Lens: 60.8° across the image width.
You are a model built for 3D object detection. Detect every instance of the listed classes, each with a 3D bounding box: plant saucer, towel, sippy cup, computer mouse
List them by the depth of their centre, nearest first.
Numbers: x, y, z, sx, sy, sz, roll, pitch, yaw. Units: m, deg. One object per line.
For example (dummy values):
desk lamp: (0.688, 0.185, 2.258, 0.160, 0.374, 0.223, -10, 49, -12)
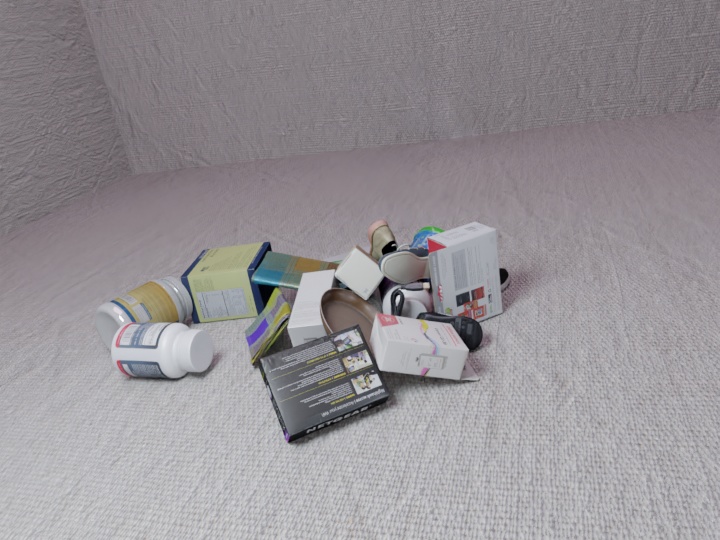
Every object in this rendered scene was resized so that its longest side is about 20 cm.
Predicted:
plant saucer: (-0.009, 0.121, 1.274, 0.032, 0.199, 0.201, -49, 20, 26)
computer mouse: (0.153, 0.095, 1.274, 0.198, 0.142, 0.046, 0, 1, 10)
towel: (-0.213, 0.123, 1.395, 0.144, 0.023, 0.200, -53, 21, 5)
towel: (-0.156, 0.007, 1.525, 0.198, 0.022, 0.147, 10, 31, 6)
sippy cup: (0.167, -0.023, 1.574, 0.139, 0.179, 0.130, 32, 51, 19)

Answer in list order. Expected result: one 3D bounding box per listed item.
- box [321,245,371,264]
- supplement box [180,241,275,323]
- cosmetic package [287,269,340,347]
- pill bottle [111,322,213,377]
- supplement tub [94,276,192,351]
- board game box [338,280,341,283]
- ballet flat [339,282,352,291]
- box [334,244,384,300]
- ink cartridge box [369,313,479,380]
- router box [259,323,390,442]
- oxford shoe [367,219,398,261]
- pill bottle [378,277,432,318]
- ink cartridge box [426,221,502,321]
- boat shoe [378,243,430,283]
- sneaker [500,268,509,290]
box: (-0.028, -0.020, 1.657, 0.198, 0.037, 0.144, -18, 15, -9)
supplement box: (-0.343, 0.029, 1.645, 0.198, 0.136, 0.200, -7, 22, 7)
cosmetic package: (-0.094, 0.099, 1.362, 0.084, 0.108, 0.201, -7, 32, 10)
pill bottle: (-0.431, 0.175, 1.349, 0.198, 0.121, 0.120, -1, 24, 21)
supplement tub: (-0.531, 0.110, 1.515, 0.144, 0.146, 0.200, 6, 27, 35)
board game box: (-0.007, 0.004, 1.704, 0.134, 0.029, 0.199, 14, 32, 44)
ballet flat: (-0.044, 0.067, 1.521, 0.199, 0.075, 0.074, -28, 28, -31)
box: (0.000, 0.000, 1.422, 0.078, 0.095, 0.200, -52, 4, 4)
ink cartridge box: (0.127, 0.146, 1.166, 0.198, 0.068, 0.117, 9, 19, -14)
router box: (-0.066, 0.200, 1.111, 0.198, 0.051, 0.150, -18, 66, -19)
oxford shoe: (0.063, -0.037, 1.522, 0.070, 0.201, 0.074, -30, 56, -5)
pill bottle: (0.102, 0.062, 1.402, 0.111, 0.114, 0.200, -9, 22, 2)
ink cartridge box: (0.212, 0.018, 1.343, 0.174, 0.202, 0.084, -18, 23, -21)
boat shoe: (0.108, -0.020, 1.353, 0.199, 0.076, 0.062, -8, 28, -40)
sneaker: (0.280, 0.005, 1.465, 0.199, 0.113, 0.073, -23, 26, -28)
